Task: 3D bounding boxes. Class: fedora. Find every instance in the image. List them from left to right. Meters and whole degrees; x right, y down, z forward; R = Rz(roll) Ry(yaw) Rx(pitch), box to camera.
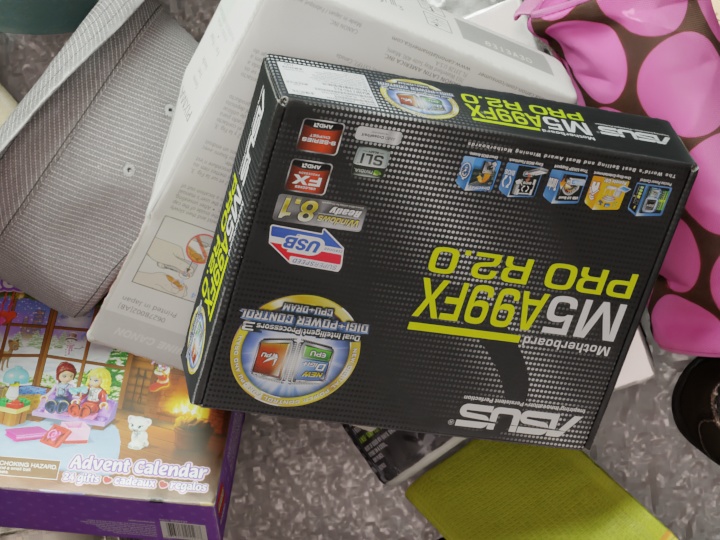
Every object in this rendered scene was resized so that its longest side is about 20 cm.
[{"bbox_3d":[-0.128,-0.049,1.099,0.090,0.177,0.200,37,66,-6],"label":"fedora"}]

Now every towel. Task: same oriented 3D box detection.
[{"bbox_3d":[0.103,0.136,1.123,0.086,0.200,0.018,-33,130,-12],"label":"towel"}]

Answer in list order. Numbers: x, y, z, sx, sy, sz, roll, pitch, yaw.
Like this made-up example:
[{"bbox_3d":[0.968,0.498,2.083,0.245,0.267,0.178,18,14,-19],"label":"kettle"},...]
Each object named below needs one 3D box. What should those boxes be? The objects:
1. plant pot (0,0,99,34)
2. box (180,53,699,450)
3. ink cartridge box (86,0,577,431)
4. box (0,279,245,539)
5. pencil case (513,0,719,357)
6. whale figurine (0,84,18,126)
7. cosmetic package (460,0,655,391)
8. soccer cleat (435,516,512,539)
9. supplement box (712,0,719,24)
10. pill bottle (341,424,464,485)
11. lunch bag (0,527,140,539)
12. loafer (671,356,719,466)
[{"bbox_3d":[-0.168,-0.199,1.165,0.199,0.200,0.135,11,117,7],"label":"plant pot"},{"bbox_3d":[0.034,-0.004,1.039,0.199,0.044,0.161,8,119,-18],"label":"box"},{"bbox_3d":[-0.018,-0.035,1.062,0.160,0.050,0.200,19,117,-23],"label":"ink cartridge box"},{"bbox_3d":[-0.155,0.058,1.115,0.199,0.039,0.137,4,52,6],"label":"box"},{"bbox_3d":[0.148,-0.053,1.104,0.093,0.091,0.201,-15,104,29],"label":"pencil case"},{"bbox_3d":[-0.230,-0.067,1.213,0.199,0.104,0.160,20,78,-17],"label":"whale figurine"},{"bbox_3d":[0.095,-0.034,1.170,0.050,0.083,0.201,-20,87,3],"label":"cosmetic package"},{"bbox_3d":[-0.002,0.179,1.182,0.200,0.068,0.081,-39,100,8],"label":"soccer cleat"},{"bbox_3d":[0.167,-0.163,1.167,0.200,0.074,0.126,31,93,6],"label":"supplement box"},{"bbox_3d":[0.000,0.000,1.167,0.106,0.106,0.200,-35,86,5],"label":"pill bottle"},{"bbox_3d":[-0.196,0.106,1.185,0.163,0.118,0.201,-8,85,2],"label":"lunch bag"},{"bbox_3d":[0.244,0.111,1.154,0.199,0.071,0.073,30,92,6],"label":"loafer"}]
